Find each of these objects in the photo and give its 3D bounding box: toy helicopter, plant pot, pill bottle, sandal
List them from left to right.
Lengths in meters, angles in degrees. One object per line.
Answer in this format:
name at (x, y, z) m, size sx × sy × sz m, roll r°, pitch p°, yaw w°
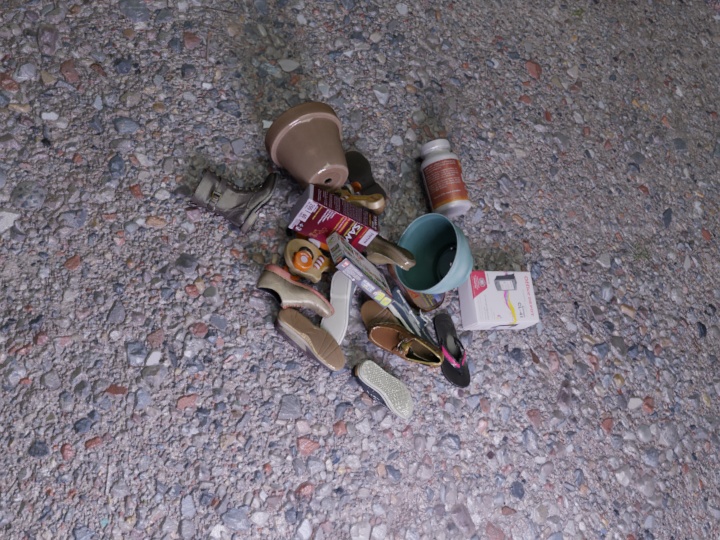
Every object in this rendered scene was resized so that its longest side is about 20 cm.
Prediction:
plant pot at (-0.116, -0.284, 1.645) m, size 0.198 × 0.201 × 0.176 m, roll -14°, pitch 62°, yaw -26°
toy helicopter at (-0.099, -0.027, 1.666) m, size 0.198 × 0.079 × 0.134 m, roll 17°, pitch 53°, yaw -27°
toy helicopter at (-0.026, -0.180, 1.696) m, size 0.133 × 0.197 × 0.080 m, roll -53°, pitch 138°, yaw -45°
plant pot at (0.203, -0.029, 1.695) m, size 0.133 × 0.199 × 0.203 m, roll 21°, pitch 63°, yaw -43°
pill bottle at (0.230, -0.254, 1.850) m, size 0.111 × 0.112 × 0.203 m, roll -8°, pitch 76°, yaw -24°
sandal at (0.239, 0.207, 1.737) m, size 0.074 × 0.045 × 0.203 m, roll -9°, pitch 77°, yaw -25°

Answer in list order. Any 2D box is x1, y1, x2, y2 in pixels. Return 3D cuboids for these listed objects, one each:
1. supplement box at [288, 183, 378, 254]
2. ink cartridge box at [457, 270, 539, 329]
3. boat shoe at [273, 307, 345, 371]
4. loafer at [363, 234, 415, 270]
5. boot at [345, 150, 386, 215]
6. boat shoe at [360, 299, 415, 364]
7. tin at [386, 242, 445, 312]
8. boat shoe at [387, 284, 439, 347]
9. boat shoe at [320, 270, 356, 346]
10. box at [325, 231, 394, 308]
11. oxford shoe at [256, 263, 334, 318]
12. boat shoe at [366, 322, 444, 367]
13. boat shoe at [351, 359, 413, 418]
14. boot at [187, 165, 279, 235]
supplement box at (-0.065, -0.118, 1.631) m, size 0.198 × 0.109 × 0.061 m, roll 23°, pitch 41°, yaw -23°
ink cartridge box at (0.372, 0.080, 1.813) m, size 0.197 × 0.086 × 0.150 m, roll 0°, pitch 73°, yaw -21°
boat shoe at (-0.123, 0.171, 1.589) m, size 0.199 × 0.065 × 0.072 m, roll 39°, pitch 46°, yaw -4°
loafer at (0.061, -0.043, 1.691) m, size 0.075 × 0.199 × 0.068 m, roll 15°, pitch 104°, yaw -44°
boot at (0.007, -0.232, 1.783) m, size 0.073 × 0.076 × 0.201 m, roll -24°, pitch 64°, yaw -9°
boat shoe at (0.075, 0.158, 1.685) m, size 0.073 × 0.063 × 0.200 m, roll -42°, pitch 89°, yaw -2°
tin at (0.145, 0.017, 1.767) m, size 0.111 × 0.042 × 0.201 m, roll -29°, pitch 85°, yaw -32°
boat shoe at (0.138, 0.126, 1.704) m, size 0.062 × 0.075 × 0.200 m, roll -42°, pitch 83°, yaw 2°
boat shoe at (-0.047, 0.101, 1.631) m, size 0.062 × 0.072 × 0.203 m, roll 11°, pitch 89°, yaw -62°
box at (0.000, 0.000, 1.628) m, size 0.200 × 0.035 × 0.111 m, roll 41°, pitch 17°, yaw -38°
oxford shoe at (-0.156, 0.067, 1.579) m, size 0.198 × 0.071 × 0.075 m, roll 31°, pitch 62°, yaw -2°
boat shoe at (0.110, 0.178, 1.617) m, size 0.197 × 0.068 × 0.073 m, roll 18°, pitch 91°, yaw 1°
boat shoe at (0.054, 0.289, 1.626) m, size 0.200 × 0.062 × 0.075 m, roll 43°, pitch 56°, yaw -21°
boot at (-0.308, -0.202, 1.633) m, size 0.173 × 0.069 × 0.201 m, roll 33°, pitch 65°, yaw -10°
